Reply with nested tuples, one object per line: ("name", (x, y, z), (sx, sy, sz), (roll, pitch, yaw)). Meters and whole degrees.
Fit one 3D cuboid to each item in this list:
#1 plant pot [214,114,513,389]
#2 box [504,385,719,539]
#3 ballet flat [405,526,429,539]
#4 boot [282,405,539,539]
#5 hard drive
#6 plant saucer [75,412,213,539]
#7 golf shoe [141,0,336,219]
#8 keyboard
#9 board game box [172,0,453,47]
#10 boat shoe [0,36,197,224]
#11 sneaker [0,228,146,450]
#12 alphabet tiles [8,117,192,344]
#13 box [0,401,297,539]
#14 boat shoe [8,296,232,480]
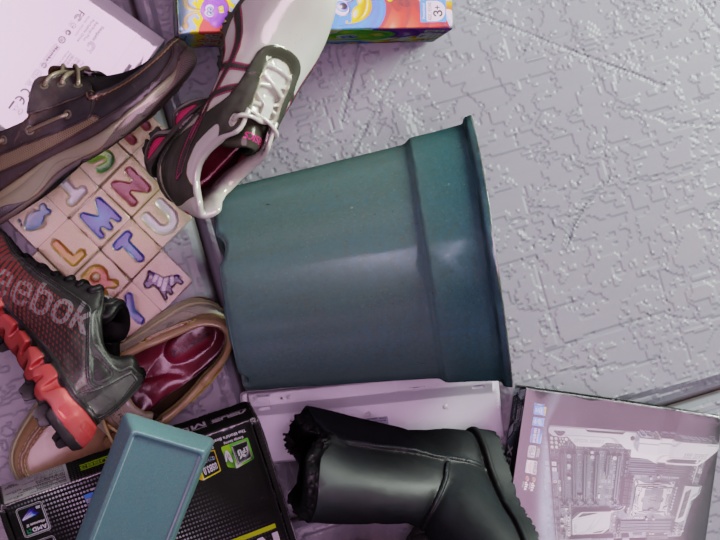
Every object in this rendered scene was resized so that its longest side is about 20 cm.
("plant pot", (0.000, 0.000, 1.613), (0.196, 0.200, 0.201), (-8, 91, 0))
("box", (0.183, 0.197, 1.698), (0.157, 0.050, 0.200), (9, 88, -7))
("ballet flat", (0.015, 0.275, 1.685), (0.200, 0.057, 0.066), (-51, 137, -3))
("boot", (0.034, 0.184, 1.609), (0.168, 0.200, 0.076), (6, 130, -21))
("hard drive", (-0.265, -0.176, 1.652), (0.200, 0.027, 0.132), (35, 86, -4))
("plant saucer", (-0.170, 0.203, 1.590), (0.070, 0.019, 0.200), (18, 104, -17))
("golf shoe", (-0.070, -0.123, 1.558), (0.077, 0.088, 0.200), (25, 105, -33))
("keyboard", (0.009, 0.111, 1.699), (0.200, 0.011, 0.056), (-5, 95, -7))
("board game box", (-0.039, -0.221, 1.645), (0.200, 0.105, 0.103), (-2, 90, -6))
("boat shoe", (-0.210, -0.112, 1.597), (0.200, 0.075, 0.073), (-36, 96, 7))
("sneaker", (-0.223, 0.031, 1.608), (0.098, 0.071, 0.201), (-33, 65, -5))
("alphabet tiles", (-0.208, -0.027, 1.672), (0.167, 0.008, 0.200), (45, 85, -5))
("box", (-0.144, 0.217, 1.633), (0.200, 0.048, 0.193), (-18, 108, -7))
("boat shoe", (-0.176, 0.093, 1.642), (0.200, 0.066, 0.074), (-42, 104, -5))
